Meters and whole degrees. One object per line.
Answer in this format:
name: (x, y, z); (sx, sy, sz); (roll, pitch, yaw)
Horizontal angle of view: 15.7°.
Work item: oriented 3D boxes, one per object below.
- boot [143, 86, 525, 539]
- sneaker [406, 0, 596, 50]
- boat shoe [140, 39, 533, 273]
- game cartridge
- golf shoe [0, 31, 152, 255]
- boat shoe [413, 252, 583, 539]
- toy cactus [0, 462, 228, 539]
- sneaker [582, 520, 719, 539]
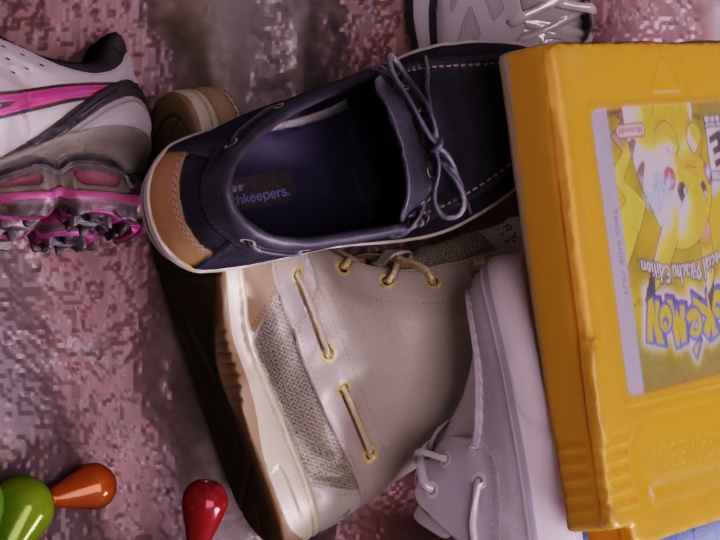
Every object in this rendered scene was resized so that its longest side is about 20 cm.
boot: (0.000, 0.000, 1.095); (0.154, 0.072, 0.201); (-22, 110, -21)
sneaker: (0.073, -0.128, 1.090); (0.075, 0.115, 0.202); (-16, 102, -23)
boat shoe: (0.010, -0.046, 1.027); (0.199, 0.062, 0.075); (-17, 94, -32)
game cartridge: (0.127, 0.005, 1.087); (0.176, 0.032, 0.202); (-8, 88, -55)
golf shoe: (-0.176, -0.059, 1.013); (0.199, 0.072, 0.093); (4, 75, -31)
boat shoe: (0.055, 0.095, 1.076); (0.068, 0.072, 0.202); (-6, 102, 8)
toy cactus: (-0.144, 0.161, 1.043); (0.199, 0.102, 0.166); (-9, 109, -32)
sneaker: (0.091, 0.139, 1.166); (0.199, 0.066, 0.079); (-29, 77, -11)
